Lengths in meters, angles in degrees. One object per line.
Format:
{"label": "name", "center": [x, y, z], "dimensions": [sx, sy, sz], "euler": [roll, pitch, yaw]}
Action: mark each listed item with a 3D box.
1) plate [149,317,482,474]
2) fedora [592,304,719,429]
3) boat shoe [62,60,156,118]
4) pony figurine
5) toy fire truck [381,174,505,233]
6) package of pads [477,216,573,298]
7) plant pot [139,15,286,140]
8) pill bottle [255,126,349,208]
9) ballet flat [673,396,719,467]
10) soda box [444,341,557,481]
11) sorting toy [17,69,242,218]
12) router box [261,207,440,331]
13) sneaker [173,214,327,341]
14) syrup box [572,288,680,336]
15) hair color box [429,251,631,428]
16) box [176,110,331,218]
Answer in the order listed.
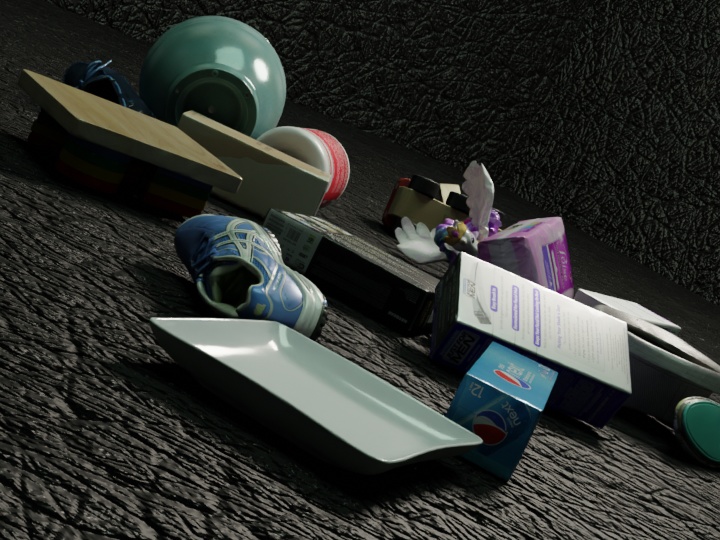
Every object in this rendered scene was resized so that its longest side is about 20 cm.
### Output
{"label": "plate", "center": [-0.031, 0.092, 1.056], "dimensions": [0.199, 0.032, 0.200], "euler": [28, 9, 22]}
{"label": "fedora", "center": [0.332, 0.121, 1.707], "dimensions": [0.176, 0.091, 0.200], "euler": [21, 10, -23]}
{"label": "boat shoe", "center": [-0.337, -0.234, 1.950], "dimensions": [0.200, 0.084, 0.069], "euler": [30, 0, 41]}
{"label": "pony figurine", "center": [0.159, -0.035, 2.036], "dimensions": [0.200, 0.167, 0.193], "euler": [38, 10, -30]}
{"label": "toy fire truck", "center": [0.121, -0.091, 2.334], "dimensions": [0.176, 0.129, 0.200], "euler": [23, -3, -14]}
{"label": "package of pads", "center": [0.210, 0.004, 1.871], "dimensions": [0.075, 0.121, 0.200], "euler": [-6, 7, 21]}
{"label": "plant pot", "center": [-0.196, -0.223, 1.959], "dimensions": [0.200, 0.201, 0.134], "euler": [23, 17, -12]}
{"label": "pill bottle", "center": [-0.078, -0.137, 2.011], "dimensions": [0.112, 0.113, 0.200], "euler": [27, 9, 9]}
{"label": "ballet flat", "center": [0.389, 0.185, 1.628], "dimensions": [0.200, 0.072, 0.072], "euler": [19, 11, -37]}
{"label": "soda box", "center": [0.116, 0.113, 1.238], "dimensions": [0.068, 0.064, 0.200], "euler": [26, 8, 8]}
{"label": "sorting toy", "center": [-0.258, -0.127, 1.587], "dimensions": [0.198, 0.070, 0.200], "euler": [19, 11, -34]}
{"label": "router box", "center": [0.000, 0.000, 1.616], "dimensions": [0.200, 0.051, 0.149], "euler": [28, 7, 17]}
{"label": "sneaker", "center": [-0.106, -0.003, 1.254], "dimensions": [0.077, 0.076, 0.200], "euler": [23, 7, -42]}
{"label": "syrup box", "center": [0.348, 0.086, 1.998], "dimensions": [0.081, 0.079, 0.200], "euler": [31, 10, 34]}
{"label": "hair color box", "center": [0.173, 0.071, 1.506], "dimensions": [0.199, 0.065, 0.110], "euler": [24, 38, -13]}
{"label": "box", "center": [-0.142, -0.122, 1.856], "dimensions": [0.199, 0.078, 0.095], "euler": [24, 8, -4]}
